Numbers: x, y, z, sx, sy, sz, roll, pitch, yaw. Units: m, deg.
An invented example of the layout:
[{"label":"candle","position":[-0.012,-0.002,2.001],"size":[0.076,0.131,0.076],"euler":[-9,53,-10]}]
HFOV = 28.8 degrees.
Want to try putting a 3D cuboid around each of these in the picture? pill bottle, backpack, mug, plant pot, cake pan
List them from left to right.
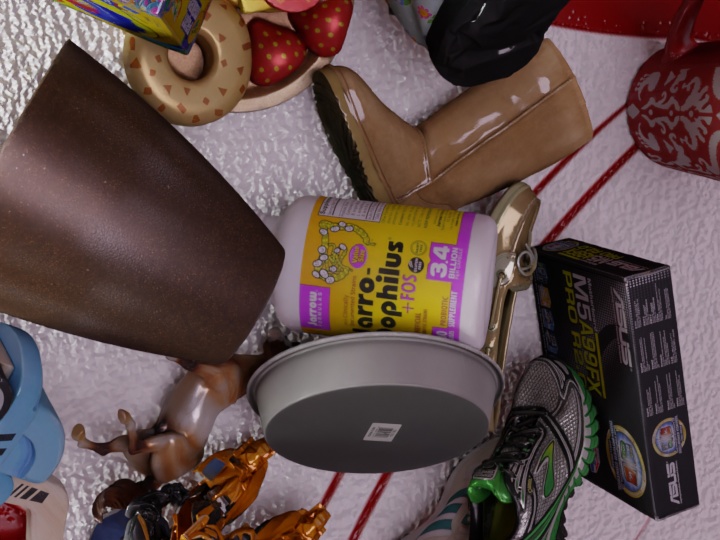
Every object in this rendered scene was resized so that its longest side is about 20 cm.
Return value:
[{"label":"plant pot","position":[-0.159,-0.023,0.955],"size":[0.199,0.187,0.188],"euler":[31,87,-13]},{"label":"pill bottle","position":[0.000,0.000,1.053],"size":[0.198,0.104,0.105],"euler":[6,98,8]},{"label":"cake pan","position":[0.012,0.107,1.065],"size":[0.198,0.200,0.037],"euler":[11,58,-23]},{"label":"backpack","position":[0.069,-0.255,1.026],"size":[0.126,0.167,0.201],"euler":[-14,70,-31]},{"label":"mug","position":[0.314,-0.150,1.132],"size":[0.132,0.200,0.179],"euler":[-6,100,-20]}]

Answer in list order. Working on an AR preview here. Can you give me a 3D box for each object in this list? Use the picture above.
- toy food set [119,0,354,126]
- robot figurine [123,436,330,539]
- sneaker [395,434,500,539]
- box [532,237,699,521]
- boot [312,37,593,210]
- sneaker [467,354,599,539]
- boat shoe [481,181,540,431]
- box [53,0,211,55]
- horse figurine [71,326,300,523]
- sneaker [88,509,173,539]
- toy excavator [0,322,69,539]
[{"label":"toy food set","position":[-0.094,-0.216,1.041],"size":[0.198,0.049,0.200],"euler":[-16,104,-18]},{"label":"robot figurine","position":[-0.094,0.200,1.025],"size":[0.058,0.200,0.145],"euler":[-39,91,22]},{"label":"sneaker","position":[0.089,0.225,1.162],"size":[0.200,0.093,0.070],"euler":[-44,111,-10]},{"label":"box","position":[0.205,0.083,1.149],"size":[0.044,0.160,0.202],"euler":[-15,105,-18]},{"label":"boot","position":[0.074,-0.129,1.116],"size":[0.199,0.066,0.176],"euler":[-32,122,-13]},{"label":"sneaker","position":[0.133,0.159,1.117],"size":[0.085,0.078,0.202],"euler":[33,61,-37]},{"label":"boat shoe","position":[0.113,0.029,1.140],"size":[0.063,0.073,0.202],"euler":[21,94,17]},{"label":"box","position":[-0.183,-0.240,0.892],"size":[0.191,0.200,0.123],"euler":[23,91,-2]},{"label":"horse figurine","position":[-0.138,0.105,1.063],"size":[0.201,0.050,0.133],"euler":[-56,144,-11]},{"label":"sneaker","position":[-0.119,0.267,1.068],"size":[0.198,0.115,0.081],"euler":[28,107,-20]},{"label":"toy excavator","position":[-0.252,0.137,0.983],"size":[0.199,0.100,0.195],"euler":[26,105,-42]}]
